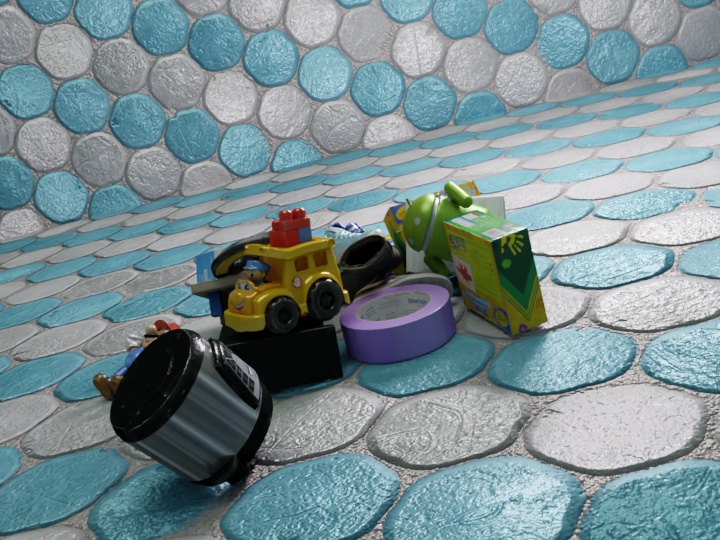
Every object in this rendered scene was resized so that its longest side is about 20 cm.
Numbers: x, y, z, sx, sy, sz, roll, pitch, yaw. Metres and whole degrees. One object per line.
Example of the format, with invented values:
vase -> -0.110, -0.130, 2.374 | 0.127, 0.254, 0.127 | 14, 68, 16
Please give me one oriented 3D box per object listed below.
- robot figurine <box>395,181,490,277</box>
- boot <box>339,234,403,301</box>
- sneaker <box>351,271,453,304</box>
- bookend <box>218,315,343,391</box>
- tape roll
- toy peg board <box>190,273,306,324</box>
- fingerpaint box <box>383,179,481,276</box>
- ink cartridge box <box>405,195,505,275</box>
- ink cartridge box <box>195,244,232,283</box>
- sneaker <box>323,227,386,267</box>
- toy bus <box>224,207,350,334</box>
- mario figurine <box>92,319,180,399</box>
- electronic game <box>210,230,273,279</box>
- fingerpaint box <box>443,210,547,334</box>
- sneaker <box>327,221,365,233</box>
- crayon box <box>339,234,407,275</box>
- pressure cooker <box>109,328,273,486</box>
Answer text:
robot figurine -> 0.171, -0.077, 1.639 | 0.199, 0.176, 0.116 | 16, 27, 1
boot -> -0.002, -0.001, 1.658 | 0.182, 0.073, 0.200 | -40, -6, 11
sneaker -> 0.078, 0.040, 1.652 | 0.199, 0.079, 0.080 | -13, 22, 9
bookend -> -0.141, 0.132, 1.511 | 0.197, 0.093, 0.200 | -11, 12, -4
tape roll -> 0.066, 0.091, 1.522 | 0.199, 0.066, 0.200 | -12, 16, 4
toy peg board -> -0.188, 0.066, 1.647 | 0.199, 0.099, 0.199 | -12, -10, 11
fingerpaint box -> 0.171, -0.074, 1.780 | 0.199, 0.168, 0.073 | -20, -15, -17
ink cartridge box -> 0.193, -0.066, 1.728 | 0.199, 0.164, 0.057 | -4, -20, 11
ink cartridge box -> -0.217, 0.004, 1.779 | 0.199, 0.084, 0.145 | -15, -26, 16
sneaker -> -0.039, -0.056, 1.745 | 0.199, 0.082, 0.074 | -25, -7, 35
toy bus -> -0.132, -0.002, 1.442 | 0.199, 0.193, 0.135 | -17, 15, -36
mario figurine -> -0.417, 0.153, 1.635 | 0.123, 0.106, 0.200 | 29, 41, 14
electronic game -> -0.176, -0.022, 1.586 | 0.199, 0.042, 0.200 | -15, -18, -5
fingerpaint box -> 0.230, -0.002, 1.483 | 0.073, 0.168, 0.200 | -19, 17, -12
sneaker -> -0.006, -0.055, 1.820 | 0.075, 0.089, 0.199 | -32, 26, -34
crayon box -> 0.060, -0.019, 1.889 | 0.199, 0.059, 0.172 | 5, 28, 47
pressure cooker -> -0.220, 0.197, 1.196 | 0.178, 0.200, 0.177 | -11, 46, 45
